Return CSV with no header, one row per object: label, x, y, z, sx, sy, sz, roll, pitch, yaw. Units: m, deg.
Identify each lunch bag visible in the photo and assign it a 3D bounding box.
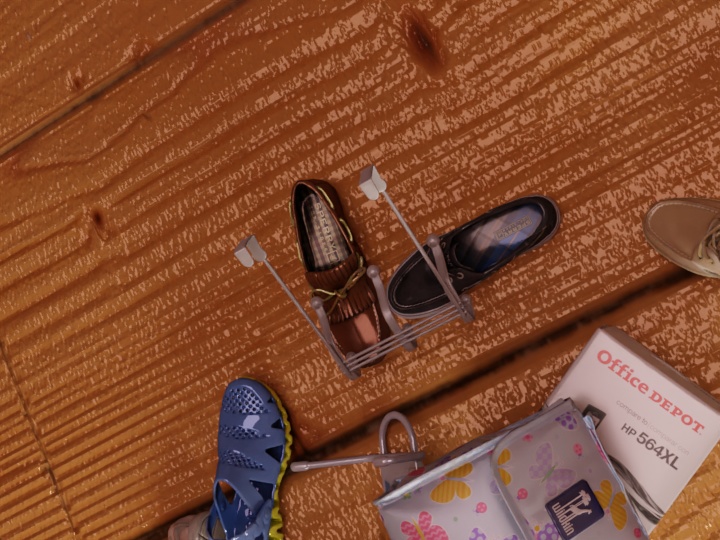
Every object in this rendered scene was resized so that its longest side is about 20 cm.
lunch bag,0.136,0.223,0.911,0.198,0.127,0.171,-27,84,11

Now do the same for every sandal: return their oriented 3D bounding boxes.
sandal,-0.121,0.213,1.101,0.079,0.087,0.203,-5,85,25

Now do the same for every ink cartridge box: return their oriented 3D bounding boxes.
ink cartridge box,0.229,0.172,0.987,0.145,0.084,0.201,36,101,17

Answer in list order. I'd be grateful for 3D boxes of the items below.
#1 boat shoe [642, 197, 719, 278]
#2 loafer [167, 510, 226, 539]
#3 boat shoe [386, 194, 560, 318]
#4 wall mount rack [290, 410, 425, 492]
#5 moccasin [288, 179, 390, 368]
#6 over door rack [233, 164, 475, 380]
boat shoe,0.337,-0.023,0.944,0.199,0.065,0.073,29,96,39
loafer,-0.165,0.363,1.128,0.062,0.072,0.202,-17,76,33
boat shoe,0.106,-0.014,1.044,0.198,0.066,0.071,-27,80,15
wall mount rack,0.008,0.249,1.067,0.173,0.074,0.203,-19,76,55
moccasin,-0.023,0.002,1.079,0.073,0.078,0.204,-16,85,14
over door rack,0.000,0.000,0.985,0.147,0.067,0.200,-28,125,16
